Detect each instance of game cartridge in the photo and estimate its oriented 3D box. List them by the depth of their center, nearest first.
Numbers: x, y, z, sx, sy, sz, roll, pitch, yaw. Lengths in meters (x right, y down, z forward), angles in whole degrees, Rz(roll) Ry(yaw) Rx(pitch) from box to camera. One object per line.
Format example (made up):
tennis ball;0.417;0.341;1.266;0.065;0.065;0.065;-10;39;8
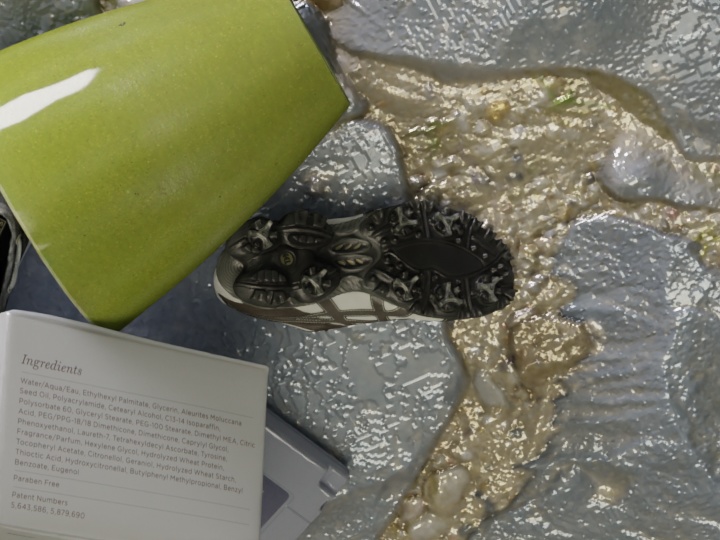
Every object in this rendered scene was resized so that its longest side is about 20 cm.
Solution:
game cartridge;-0.119;0.166;1.686;0.133;0.041;0.200;36;112;-16

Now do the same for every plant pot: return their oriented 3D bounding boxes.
plant pot;-0.114;-0.091;1.503;0.199;0.187;0.188;-31;110;2

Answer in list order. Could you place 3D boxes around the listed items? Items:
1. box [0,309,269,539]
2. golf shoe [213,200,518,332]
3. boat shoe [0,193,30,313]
box;-0.192;0.117;1.530;0.199;0.132;0.198;14;161;-37
golf shoe;0.000;0.000;1.586;0.199;0.094;0.078;5;74;-19
boat shoe;-0.268;0.029;1.617;0.070;0.064;0.201;22;115;-6
